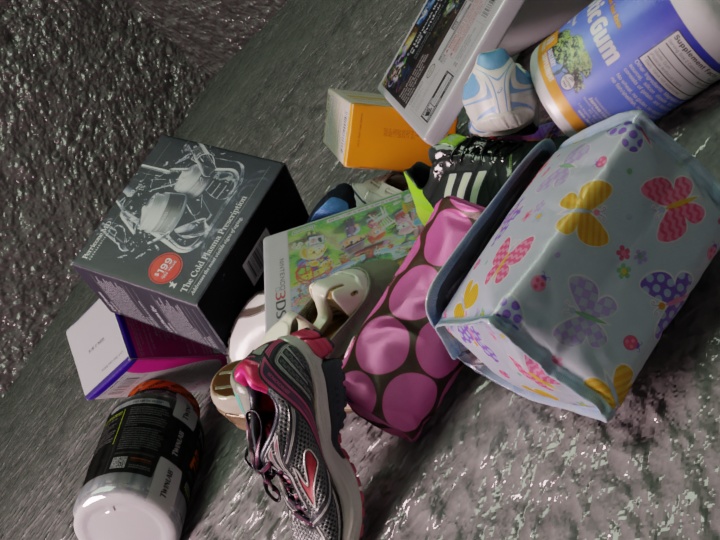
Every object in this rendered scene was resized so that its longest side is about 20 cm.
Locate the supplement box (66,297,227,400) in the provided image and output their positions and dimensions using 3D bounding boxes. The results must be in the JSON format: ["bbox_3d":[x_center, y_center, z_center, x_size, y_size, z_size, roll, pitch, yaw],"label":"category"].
[{"bbox_3d":[-0.257,0.095,1.194,0.101,0.199,0.104,-38,64,29],"label":"supplement box"}]

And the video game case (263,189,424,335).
[{"bbox_3d":[0.000,0.000,0.901,0.198,0.022,0.183,-18,41,8],"label":"video game case"}]

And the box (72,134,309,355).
[{"bbox_3d":[-0.189,-0.034,1.061,0.180,0.105,0.201,15,61,27],"label":"box"}]

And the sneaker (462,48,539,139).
[{"bbox_3d":[0.129,-0.159,0.854,0.071,0.074,0.200,-5,3,7],"label":"sneaker"}]

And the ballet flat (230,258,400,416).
[{"bbox_3d":[-0.035,0.046,0.803,0.067,0.064,0.200,21,59,40],"label":"ballet flat"}]

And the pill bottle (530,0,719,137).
[{"bbox_3d":[0.244,-0.191,0.746,0.199,0.112,0.113,-36,25,38],"label":"pill bottle"}]

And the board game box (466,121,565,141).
[{"bbox_3d":[0.120,-0.095,0.948,0.159,0.039,0.199,-58,20,-17],"label":"board game box"}]

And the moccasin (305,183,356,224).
[{"bbox_3d":[-0.040,-0.013,1.069,0.201,0.080,0.069,-58,6,42],"label":"moccasin"}]

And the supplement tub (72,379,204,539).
[{"bbox_3d":[-0.250,0.228,1.078,0.122,0.122,0.201,-41,23,25],"label":"supplement tub"}]

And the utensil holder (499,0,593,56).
[{"bbox_3d":[0.195,-0.348,1.046,0.199,0.169,0.171,-25,32,55],"label":"utensil holder"}]

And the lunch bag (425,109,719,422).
[{"bbox_3d":[0.135,-0.001,0.643,0.170,0.127,0.200,-53,5,-7],"label":"lunch bag"}]

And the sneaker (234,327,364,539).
[{"bbox_3d":[-0.052,0.149,0.723,0.074,0.203,0.080,-17,13,-37],"label":"sneaker"}]

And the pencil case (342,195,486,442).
[{"bbox_3d":[0.054,0.035,0.766,0.093,0.091,0.201,30,85,37],"label":"pencil case"}]

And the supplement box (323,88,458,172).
[{"bbox_3d":[0.030,-0.168,1.115,0.200,0.124,0.075,-119,35,-72],"label":"supplement box"}]

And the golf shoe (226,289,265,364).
[{"bbox_3d":[-0.067,0.047,0.969,0.200,0.078,0.095,-45,19,10],"label":"golf shoe"}]

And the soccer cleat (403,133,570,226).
[{"bbox_3d":[0.105,-0.086,0.807,0.067,0.082,0.199,-34,7,-33],"label":"soccer cleat"}]

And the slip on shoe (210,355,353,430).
[{"bbox_3d":[-0.041,0.115,0.862,0.197,0.061,0.076,-10,35,14],"label":"slip on shoe"}]

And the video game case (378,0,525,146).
[{"bbox_3d":[0.096,-0.243,0.943,0.201,0.023,0.182,-60,26,17],"label":"video game case"}]

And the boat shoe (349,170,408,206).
[{"bbox_3d":[0.033,-0.077,1.059,0.070,0.071,0.200,-48,18,3],"label":"boat shoe"}]
